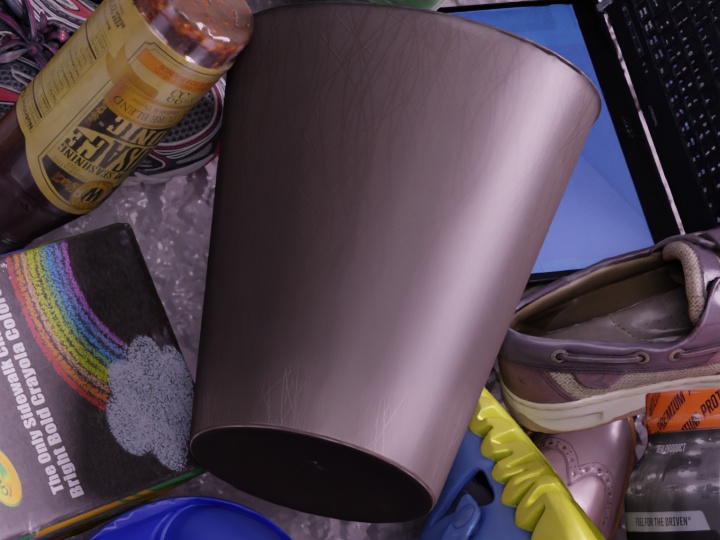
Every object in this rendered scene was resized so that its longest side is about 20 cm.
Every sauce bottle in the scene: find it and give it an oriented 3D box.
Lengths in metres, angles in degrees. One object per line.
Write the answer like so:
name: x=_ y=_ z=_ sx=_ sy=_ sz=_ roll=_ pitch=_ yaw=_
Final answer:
sauce bottle: x=-0.130 y=-0.063 z=1.354 sx=0.066 sy=0.200 sz=0.066 roll=30 pitch=33 yaw=-22

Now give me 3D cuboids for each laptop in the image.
laptop: x=0.128 y=-0.100 z=1.402 sx=0.103 sy=0.200 sz=0.178 roll=21 pitch=41 yaw=-41

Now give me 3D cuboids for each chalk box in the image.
chalk box: x=-0.185 y=0.072 z=1.295 sx=0.199 sy=0.124 sz=0.125 roll=-17 pitch=82 yaw=-47

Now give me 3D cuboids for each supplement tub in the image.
supplement tub: x=0.180 y=0.150 z=1.284 sx=0.122 sy=0.122 sz=0.201 roll=-4 pitch=88 yaw=-11

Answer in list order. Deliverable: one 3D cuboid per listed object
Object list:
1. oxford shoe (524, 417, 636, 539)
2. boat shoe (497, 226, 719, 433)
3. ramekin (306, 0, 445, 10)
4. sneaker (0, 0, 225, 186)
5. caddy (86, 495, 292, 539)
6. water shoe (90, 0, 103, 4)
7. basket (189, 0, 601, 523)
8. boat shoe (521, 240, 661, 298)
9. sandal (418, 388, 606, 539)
oxford shoe: x=0.080 y=0.144 z=1.399 sx=0.071 sy=0.073 sz=0.201 roll=30 pitch=76 yaw=-3
boat shoe: x=0.156 y=0.015 z=1.351 sx=0.199 sy=0.065 sz=0.072 roll=-18 pitch=53 yaw=1
ramekin: x=0.032 y=-0.201 z=1.396 sx=0.098 sy=0.200 sz=0.200 roll=41 pitch=75 yaw=-8
sneaker: x=-0.155 y=-0.101 z=1.402 sx=0.199 sy=0.075 sz=0.081 roll=21 pitch=76 yaw=-7
caddy: x=-0.065 y=0.203 z=1.340 sx=0.141 sy=0.105 sz=0.201 roll=-26 pitch=106 yaw=-15
water shoe: x=-0.094 y=-0.225 z=1.438 sx=0.079 sy=0.072 sz=0.201 roll=24 pitch=76 yaw=-3
basket: x=0.000 y=0.000 z=1.313 sx=0.179 sy=0.136 sz=0.201 roll=7 pitch=67 yaw=19
boat shoe: x=0.154 y=0.022 z=1.437 sx=0.201 sy=0.075 sz=0.075 roll=-12 pitch=88 yaw=-12
sandal: x=0.053 y=0.113 z=1.322 sx=0.087 sy=0.200 sz=0.080 roll=-41 pitch=112 yaw=4
